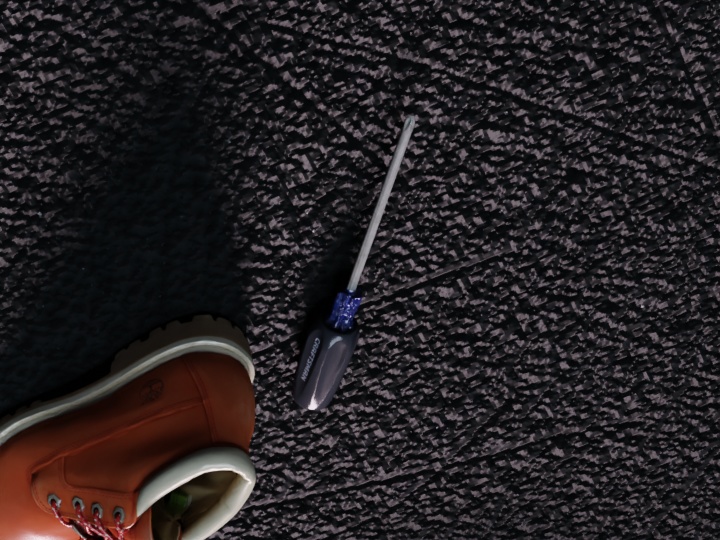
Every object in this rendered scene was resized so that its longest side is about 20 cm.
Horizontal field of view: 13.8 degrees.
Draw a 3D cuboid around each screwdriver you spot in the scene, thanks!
[{"bbox_3d":[0.000,0.000,1.499,0.028,0.029,0.200,3,138,-19],"label":"screwdriver"}]

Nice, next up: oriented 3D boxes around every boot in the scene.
[{"bbox_3d":[-0.136,0.115,1.527,0.200,0.107,0.075,-34,135,20],"label":"boot"}]
